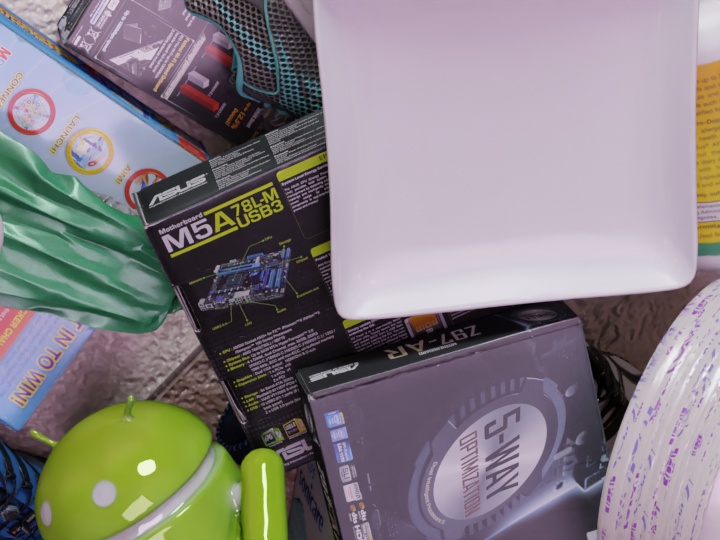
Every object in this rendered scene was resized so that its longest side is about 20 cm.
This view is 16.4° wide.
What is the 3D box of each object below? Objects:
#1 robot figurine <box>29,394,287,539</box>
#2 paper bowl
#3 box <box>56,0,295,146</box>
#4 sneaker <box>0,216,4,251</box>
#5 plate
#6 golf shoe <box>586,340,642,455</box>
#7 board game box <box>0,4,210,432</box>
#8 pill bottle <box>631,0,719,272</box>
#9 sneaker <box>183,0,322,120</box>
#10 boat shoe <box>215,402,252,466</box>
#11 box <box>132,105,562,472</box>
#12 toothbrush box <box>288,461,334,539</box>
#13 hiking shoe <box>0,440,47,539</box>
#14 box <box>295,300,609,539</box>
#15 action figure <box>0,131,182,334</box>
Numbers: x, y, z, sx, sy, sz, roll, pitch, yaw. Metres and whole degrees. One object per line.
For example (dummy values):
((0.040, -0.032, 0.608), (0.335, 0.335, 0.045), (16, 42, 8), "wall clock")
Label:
((-0.108, 0.160, 1.435), (0.175, 0.116, 0.200), (-22, 110, 29), "robot figurine")
((0.222, 0.110, 1.384), (0.104, 0.200, 0.201), (22, 107, 27), "paper bowl")
((-0.056, -0.179, 1.436), (0.157, 0.050, 0.200), (29, 101, -19), "box")
((-0.281, -0.065, 1.321), (0.071, 0.200, 0.099), (-58, 148, 9), "sneaker")
((0.078, -0.074, 1.320), (0.199, 0.032, 0.200), (-5, 119, -2), "plate")
((0.129, 0.080, 1.536), (0.200, 0.095, 0.078), (35, 97, -22), "golf shoe")
((-0.222, -0.042, 1.445), (0.196, 0.056, 0.200), (35, 98, -20), "board game box")
((0.189, -0.109, 1.379), (0.112, 0.113, 0.201), (-20, 120, -4), "pill bottle")
((-0.028, -0.115, 1.408), (0.091, 0.078, 0.200), (-18, 124, 23), "sneaker")
((-0.029, 0.025, 1.499), (0.069, 0.084, 0.200), (38, 84, -39), "boat shoe")
((0.000, 0.000, 1.399), (0.199, 0.048, 0.194), (-24, 121, 1), "box")
((0.002, 0.216, 1.528), (0.085, 0.146, 0.201), (5, 106, -14), "toothbrush box")
((-0.224, 0.136, 1.487), (0.200, 0.087, 0.074), (40, 97, -20), "hiking shoe")
((0.063, 0.132, 1.413), (0.160, 0.044, 0.201), (-15, 108, -8), "box")
((-0.171, -0.015, 1.405), (0.199, 0.055, 0.119), (19, 102, -13), "action figure")
